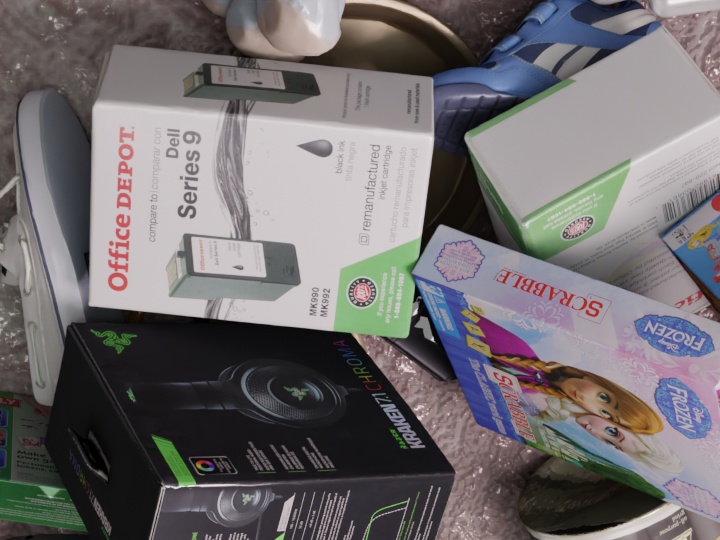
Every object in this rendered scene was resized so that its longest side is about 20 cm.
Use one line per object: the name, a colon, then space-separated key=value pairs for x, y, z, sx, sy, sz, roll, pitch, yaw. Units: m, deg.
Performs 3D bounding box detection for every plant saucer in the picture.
plant saucer: x=-0.007 y=-0.084 z=1.282 sx=0.200 sy=0.029 sz=0.200 roll=-3 pitch=106 yaw=-10

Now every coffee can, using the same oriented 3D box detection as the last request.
coffee can: x=0.212 y=0.221 z=1.345 sx=0.146 sy=0.146 sz=0.200 roll=-26 pitch=108 yaw=-2

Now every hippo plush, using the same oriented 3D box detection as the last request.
hippo plush: x=-0.011 y=-0.222 z=1.203 sx=0.161 sy=0.200 sz=0.159 roll=-12 pitch=150 yaw=-27

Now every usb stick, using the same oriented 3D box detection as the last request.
usb stick: x=0.000 y=0.000 z=1.272 sx=0.200 sy=0.033 sz=0.055 roll=37 pitch=97 yaw=-15

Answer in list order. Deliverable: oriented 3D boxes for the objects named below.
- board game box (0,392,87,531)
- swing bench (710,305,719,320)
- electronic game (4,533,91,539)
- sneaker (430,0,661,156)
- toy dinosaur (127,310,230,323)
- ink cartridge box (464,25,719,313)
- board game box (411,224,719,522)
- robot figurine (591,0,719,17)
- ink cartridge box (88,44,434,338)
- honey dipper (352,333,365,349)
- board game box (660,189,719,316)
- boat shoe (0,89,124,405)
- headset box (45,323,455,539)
board game box: x=-0.206 y=0.120 z=1.248 sx=0.200 sy=0.135 sz=0.029 roll=11 pitch=107 yaw=-12
swing bench: x=0.374 y=0.046 z=1.333 sx=0.199 sy=0.130 sz=0.200 roll=-34 pitch=109 yaw=0
electronic game: x=-0.157 y=0.209 z=1.263 sx=0.200 sy=0.200 sz=0.042 roll=10 pitch=69 yaw=-13
sneaker: x=0.115 y=-0.127 z=1.253 sx=0.200 sy=0.074 sz=0.082 roll=-12 pitch=68 yaw=-26
toy dinosaur: x=-0.127 y=-0.004 z=1.280 sx=0.200 sy=0.060 sz=0.106 roll=39 pitch=85 yaw=-6
ink cartridge box: x=0.162 y=-0.037 z=1.241 sx=0.145 sy=0.088 sz=0.200 roll=-29 pitch=144 yaw=-3
board game box: x=0.145 y=0.069 z=1.192 sx=0.041 sy=0.199 sz=0.200 roll=-59 pitch=151 yaw=-21
robot figurine: x=0.194 y=-0.235 z=1.229 sx=0.200 sy=0.113 sz=0.170 roll=-16 pitch=73 yaw=-6
ink cartridge box: x=-0.062 y=-0.047 z=1.180 sx=0.200 sy=0.084 sz=0.146 roll=5 pitch=121 yaw=-1
honey dipper: x=0.045 y=0.017 z=1.318 sx=0.200 sy=0.038 sz=0.038 roll=-25 pitch=108 yaw=-6
board game box: x=0.280 y=0.066 z=1.143 sx=0.056 sy=0.200 sz=0.196 roll=-39 pitch=114 yaw=5
boat shoe: x=-0.208 y=-0.010 z=1.246 sx=0.086 sy=0.075 sz=0.202 roll=-10 pitch=95 yaw=19
headset box: x=-0.077 y=0.112 z=1.162 sx=0.200 sy=0.174 sz=0.093 roll=1 pitch=119 yaw=-28
